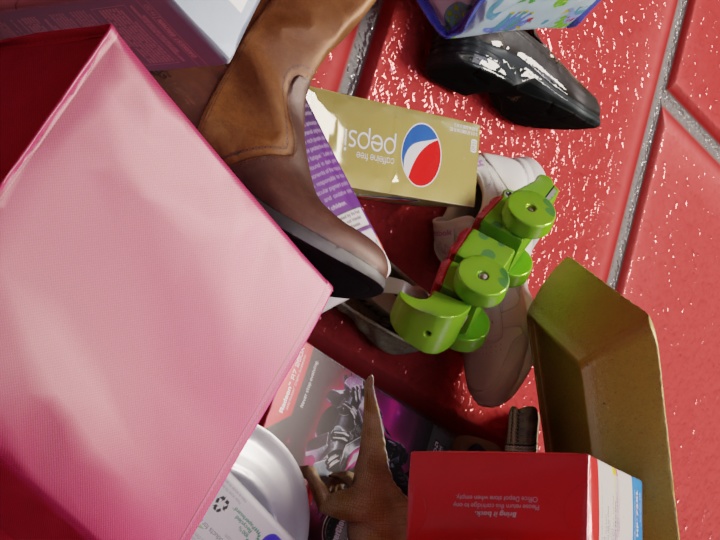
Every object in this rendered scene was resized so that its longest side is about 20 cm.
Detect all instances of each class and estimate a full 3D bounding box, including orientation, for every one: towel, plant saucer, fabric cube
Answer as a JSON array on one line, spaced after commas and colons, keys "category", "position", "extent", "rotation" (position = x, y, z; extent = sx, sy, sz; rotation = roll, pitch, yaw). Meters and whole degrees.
[{"category": "towel", "position": [0.116, 0.200, 1.214], "extent": [0.200, 0.034, 0.193], "rotation": [39, 55, -80]}, {"category": "plant saucer", "position": [0.170, 0.109, 1.138], "extent": [0.048, 0.200, 0.201], "rotation": [-10, 105, -7]}, {"category": "fabric cube", "position": [-0.175, 0.018, 0.799], "extent": [0.199, 0.199, 0.197], "rotation": [49, 59, -36]}]

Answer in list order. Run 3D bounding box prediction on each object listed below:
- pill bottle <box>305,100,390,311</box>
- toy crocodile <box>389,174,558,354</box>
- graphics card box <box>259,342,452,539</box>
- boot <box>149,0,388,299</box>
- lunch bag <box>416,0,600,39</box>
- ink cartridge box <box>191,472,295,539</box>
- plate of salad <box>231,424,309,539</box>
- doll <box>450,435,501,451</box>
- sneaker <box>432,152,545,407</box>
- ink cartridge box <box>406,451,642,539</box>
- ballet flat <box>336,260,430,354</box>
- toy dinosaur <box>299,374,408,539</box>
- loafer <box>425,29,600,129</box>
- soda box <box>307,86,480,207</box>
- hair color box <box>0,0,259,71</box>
[{"category": "pill bottle", "position": [-0.072, -0.061, 0.949], "extent": [0.111, 0.111, 0.201], "rotation": [-26, 89, -45]}, {"category": "toy crocodile", "position": [0.088, -0.007, 1.126], "extent": [0.200, 0.062, 0.068], "rotation": [-50, 166, -40]}, {"category": "graphics card box", "position": [-0.023, 0.137, 1.097], "extent": [0.200, 0.051, 0.126], "rotation": [38, 65, -44]}, {"category": "boot", "position": [-0.030, -0.102, 0.889], "extent": [0.188, 0.069, 0.200], "rotation": [30, 65, 2]}, {"category": "lunch bag", "position": [0.095, -0.280, 1.156], "extent": [0.170, 0.127, 0.201], "rotation": [-15, 74, -48]}, {"category": "ink cartridge box", "position": [-0.128, 0.210, 0.922], "extent": [0.200, 0.043, 0.198], "rotation": [-45, 127, -10]}, {"category": "plate of salad", "position": [-0.124, 0.174, 0.966], "extent": [0.199, 0.048, 0.201], "rotation": [-13, 117, -28]}, {"category": "doll", "position": [0.070, 0.202, 1.137], "extent": [0.200, 0.048, 0.137], "rotation": [-61, 161, -67]}, {"category": "sneaker", "position": [0.091, 0.005, 1.219], "extent": [0.099, 0.075, 0.201], "rotation": [9, 81, -35]}, {"category": "ink cartridge box", "position": [0.102, 0.153, 0.979], "extent": [0.200, 0.116, 0.068], "rotation": [33, 58, -65]}, {"category": "ballet flat", "position": [0.000, 0.000, 1.105], "extent": [0.200, 0.062, 0.068], "rotation": [36, 66, -44]}, {"category": "toy dinosaur", "position": [0.002, 0.152, 1.011], "extent": [0.058, 0.101, 0.201], "rotation": [-16, 107, -44]}, {"category": "loafer", "position": [0.132, -0.164, 1.245], "extent": [0.200, 0.073, 0.073], "rotation": [22, 71, -49]}, {"category": "soda box", "position": [-0.002, -0.085, 1.094], "extent": [0.200, 0.068, 0.064], "rotation": [5, 89, -49]}, {"category": "hair color box", "position": [-0.135, -0.160, 0.833], "extent": [0.061, 0.199, 0.099], "rotation": [45, 59, -40]}]
